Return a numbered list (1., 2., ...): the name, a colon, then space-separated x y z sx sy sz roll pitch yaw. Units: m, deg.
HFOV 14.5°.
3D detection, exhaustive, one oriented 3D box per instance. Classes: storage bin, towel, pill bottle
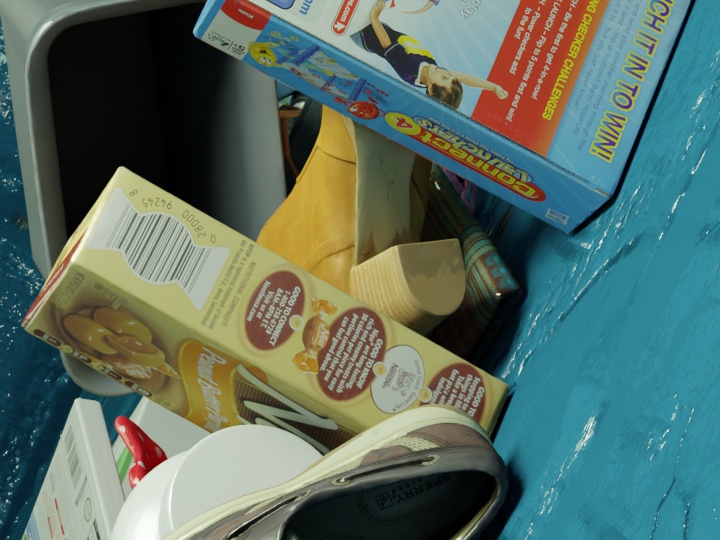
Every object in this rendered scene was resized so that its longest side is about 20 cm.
1. storage bin: -0.111 -0.062 1.432 0.134 0.145 0.201 -137 38 -59
2. towel: 0.000 0.000 1.401 0.147 0.022 0.200 -60 40 27
3. pill bottle: -0.066 0.147 1.293 0.200 0.111 0.113 117 177 -60

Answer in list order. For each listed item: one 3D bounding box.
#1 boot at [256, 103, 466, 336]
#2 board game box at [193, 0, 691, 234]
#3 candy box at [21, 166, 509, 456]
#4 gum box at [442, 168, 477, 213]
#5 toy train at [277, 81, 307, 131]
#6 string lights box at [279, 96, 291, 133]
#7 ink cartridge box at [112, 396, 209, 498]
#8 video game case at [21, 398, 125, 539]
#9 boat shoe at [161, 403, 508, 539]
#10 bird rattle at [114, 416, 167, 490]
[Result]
1. boot: -0.012 -0.047 1.340 0.144 0.070 0.203 -29 64 56
2. board game box: 0.053 -0.150 1.279 0.201 0.195 0.056 -66 8 -23
3. candy box: -0.045 0.039 1.266 0.056 0.199 0.115 -63 8 -22
4. gum box: -0.010 0.034 1.529 0.200 0.066 0.114 -56 12 36
5. toy train: 0.005 -0.145 1.537 0.086 0.115 0.200 -24 16 43
6. string lights box: -0.085 -0.104 1.594 0.103 0.200 0.059 -45 7 -19
7. ink cartridge box: -0.157 0.193 1.881 0.200 0.084 0.146 -56 10 38
8. video game case: -0.176 0.195 1.624 0.144 0.018 0.201 -112 39 -51
9. boat shoe: -0.027 0.124 1.146 0.199 0.072 0.065 -31 10 -7
10. bird rattle: -0.108 0.189 1.631 0.200 0.112 0.164 127 146 -50
